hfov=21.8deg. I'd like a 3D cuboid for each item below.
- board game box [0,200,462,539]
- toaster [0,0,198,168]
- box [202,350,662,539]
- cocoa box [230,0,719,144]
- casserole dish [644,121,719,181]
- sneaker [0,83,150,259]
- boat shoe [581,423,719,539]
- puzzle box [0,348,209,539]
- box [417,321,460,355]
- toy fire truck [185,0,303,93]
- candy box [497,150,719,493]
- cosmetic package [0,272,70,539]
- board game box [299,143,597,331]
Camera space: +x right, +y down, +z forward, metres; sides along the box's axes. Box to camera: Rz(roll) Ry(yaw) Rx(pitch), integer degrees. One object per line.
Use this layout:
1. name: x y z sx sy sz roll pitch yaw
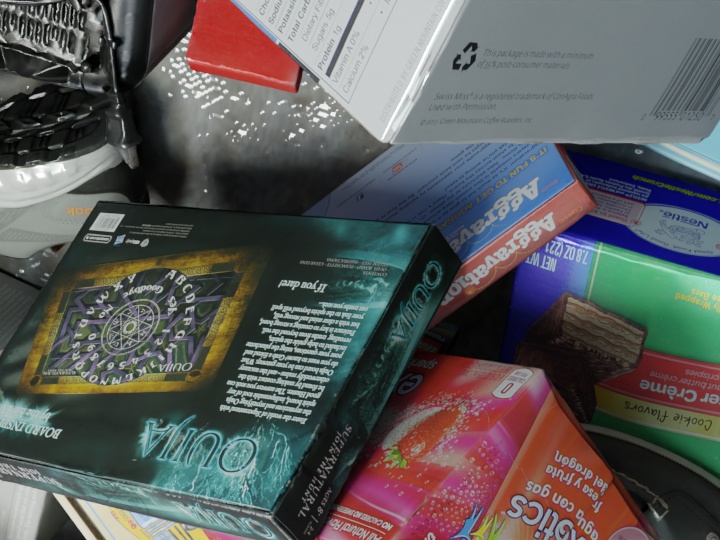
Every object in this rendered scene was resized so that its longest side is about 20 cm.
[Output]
1. board game box: -0.069 0.035 0.757 0.199 0.136 0.028 6 146 42
2. toaster: -0.142 -0.177 0.774 0.179 0.119 0.201 18 123 14
3. box: 0.015 0.098 0.758 0.096 0.100 0.200 53 160 -19
4. cocoa box: 0.056 -0.133 0.637 0.131 0.199 0.134 44 119 29
5. casserole dish: 0.169 -0.081 0.745 0.199 0.039 0.122 26 124 9
6. sneaker: -0.191 -0.037 0.906 0.199 0.074 0.080 0 135 28
7. boat shoe: 0.147 0.140 0.773 0.200 0.057 0.067 39 128 -1
8. puzzle box: -0.074 0.093 0.880 0.133 0.025 0.201 -32 102 13
9. box: -0.040 0.091 0.932 0.136 0.040 0.201 20 124 10
10. toy fire truck: -0.027 -0.182 0.732 0.048 0.141 0.202 13 83 2
11. candy box: 0.141 0.070 0.819 0.168 0.077 0.201 17 124 14
12. cosmetic package: -0.227 0.051 0.964 0.199 0.090 0.107 28 124 10
13. board game box: 0.000 0.000 0.783 0.199 0.103 0.019 -36 124 12
